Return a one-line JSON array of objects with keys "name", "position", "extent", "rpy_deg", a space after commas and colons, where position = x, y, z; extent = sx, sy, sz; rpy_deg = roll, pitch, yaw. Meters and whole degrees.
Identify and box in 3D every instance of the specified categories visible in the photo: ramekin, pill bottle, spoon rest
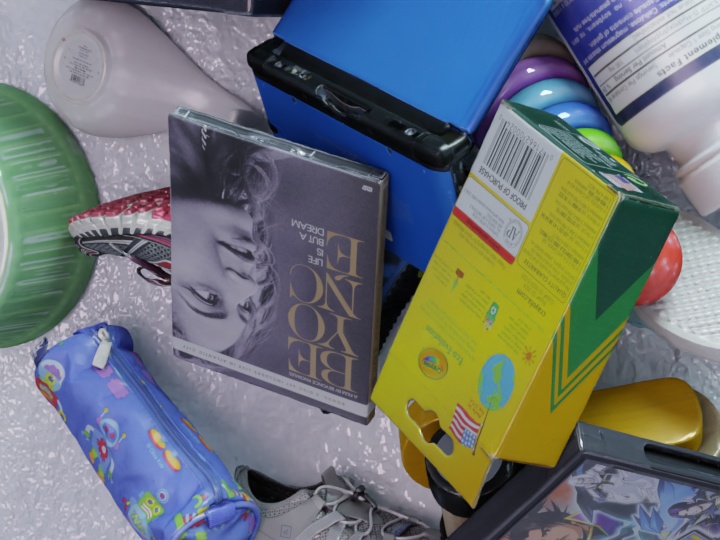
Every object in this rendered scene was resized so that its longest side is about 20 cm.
[{"name": "ramekin", "position": [-0.298, -0.035, 1.468], "extent": [0.199, 0.098, 0.201], "rpy_deg": [4, 99, 23]}, {"name": "pill bottle", "position": [0.190, -0.140, 1.224], "extent": [0.120, 0.120, 0.200], "rpy_deg": [-33, 86, 24]}, {"name": "spoon rest", "position": [-0.146, -0.125, 1.419], "extent": [0.200, 0.061, 0.100], "rpy_deg": [28, 107, 32]}]

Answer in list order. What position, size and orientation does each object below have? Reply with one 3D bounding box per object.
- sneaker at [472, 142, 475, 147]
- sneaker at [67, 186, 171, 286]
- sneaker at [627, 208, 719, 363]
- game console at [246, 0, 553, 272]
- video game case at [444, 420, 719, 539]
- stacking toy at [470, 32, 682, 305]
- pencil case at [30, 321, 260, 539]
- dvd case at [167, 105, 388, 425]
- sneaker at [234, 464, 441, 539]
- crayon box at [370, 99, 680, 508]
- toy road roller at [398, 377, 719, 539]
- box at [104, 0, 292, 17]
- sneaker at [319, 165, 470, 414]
[{"name": "sneaker", "position": [0.050, -0.164, 1.309], "extent": [0.083, 0.072, 0.201], "rpy_deg": [26, 100, 36]}, {"name": "sneaker", "position": [-0.123, -0.014, 1.389], "extent": [0.199, 0.080, 0.075], "rpy_deg": [5, 108, 41]}, {"name": "sneaker", "position": [0.182, 0.006, 1.251], "extent": [0.074, 0.082, 0.200], "rpy_deg": [-37, 46, -8]}, {"name": "game console", "position": [0.034, -0.108, 1.270], "extent": [0.200, 0.118, 0.171], "rpy_deg": [32, 149, 45]}, {"name": "video game case", "position": [0.151, 0.170, 1.240], "extent": [0.200, 0.180, 0.026], "rpy_deg": [-49, 35, 42]}, {"name": "stacking toy", "position": [0.134, -0.056, 1.221], "extent": [0.085, 0.085, 0.200], "rpy_deg": [-52, 45, 21]}, {"name": "pencil case", "position": [-0.150, 0.120, 1.409], "extent": [0.200, 0.078, 0.087], "rpy_deg": [51, 144, 28]}, {"name": "dvd case", "position": [-0.055, 0.000, 1.299], "extent": [0.148, 0.016, 0.201], "rpy_deg": [18, 132, 18]}, {"name": "sneaker", "position": [-0.011, 0.176, 1.385], "extent": [0.199, 0.075, 0.082], "rpy_deg": [3, 100, 24]}, {"name": "crayon box", "position": [0.088, 0.021, 1.158], "extent": [0.127, 0.051, 0.201], "rpy_deg": [46, 117, 48]}, {"name": "toy road roller", "position": [0.124, 0.098, 1.288], "extent": [0.199, 0.123, 0.146], "rpy_deg": [-9, 54, 3]}, {"name": "box", "position": [-0.127, -0.276, 1.346], "extent": [0.196, 0.117, 0.201], "rpy_deg": [9, 100, 22]}, {"name": "sneaker", "position": [0.000, 0.000, 1.360], "extent": [0.078, 0.066, 0.200], "rpy_deg": [41, 112, 17]}]
